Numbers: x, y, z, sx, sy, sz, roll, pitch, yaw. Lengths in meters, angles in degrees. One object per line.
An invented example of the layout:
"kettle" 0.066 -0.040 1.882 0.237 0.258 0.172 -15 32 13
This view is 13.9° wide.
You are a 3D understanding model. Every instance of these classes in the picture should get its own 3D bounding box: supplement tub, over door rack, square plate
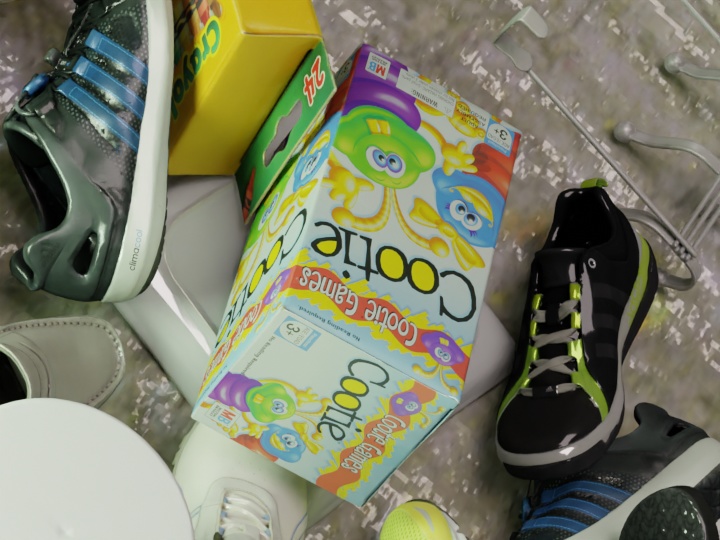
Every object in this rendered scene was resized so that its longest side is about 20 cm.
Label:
"supplement tub" -0.170 0.153 1.341 0.131 0.200 0.132 12 61 -23
"over door rack" 0.160 -0.107 1.727 0.200 0.066 0.148 54 50 -22
"square plate" -0.027 0.013 1.598 0.198 0.028 0.200 -35 86 -36

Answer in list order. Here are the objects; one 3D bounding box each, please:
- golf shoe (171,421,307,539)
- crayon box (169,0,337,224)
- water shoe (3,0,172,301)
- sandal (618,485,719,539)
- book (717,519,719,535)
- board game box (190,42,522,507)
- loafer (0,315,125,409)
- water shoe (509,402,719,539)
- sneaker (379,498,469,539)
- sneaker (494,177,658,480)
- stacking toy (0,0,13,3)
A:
"golf shoe" -0.057 0.142 1.467 0.078 0.097 0.201 15 62 -13
"crayon box" -0.079 -0.141 1.565 0.051 0.127 0.201 0 56 -29
"water shoe" -0.142 -0.085 1.514 0.079 0.071 0.201 5 73 -22
"sandal" 0.180 0.202 1.553 0.045 0.075 0.201 -20 110 -32
"book" 0.256 0.219 1.641 0.200 0.048 0.134 36 56 -7
"board game box" 0.000 0.000 1.514 0.103 0.105 0.200 28 44 -13
"loafer" -0.178 0.064 1.445 0.200 0.070 0.070 -29 90 -51
"water shoe" 0.113 0.144 1.596 0.200 0.072 0.079 -29 48 -29
"sneaker" 0.002 0.201 1.490 0.090 0.078 0.201 21 58 -16
"sneaker" 0.107 0.028 1.623 0.083 0.071 0.200 61 32 -33
"stacking toy" -0.169 -0.241 1.601 0.146 0.146 0.200 49 38 1
